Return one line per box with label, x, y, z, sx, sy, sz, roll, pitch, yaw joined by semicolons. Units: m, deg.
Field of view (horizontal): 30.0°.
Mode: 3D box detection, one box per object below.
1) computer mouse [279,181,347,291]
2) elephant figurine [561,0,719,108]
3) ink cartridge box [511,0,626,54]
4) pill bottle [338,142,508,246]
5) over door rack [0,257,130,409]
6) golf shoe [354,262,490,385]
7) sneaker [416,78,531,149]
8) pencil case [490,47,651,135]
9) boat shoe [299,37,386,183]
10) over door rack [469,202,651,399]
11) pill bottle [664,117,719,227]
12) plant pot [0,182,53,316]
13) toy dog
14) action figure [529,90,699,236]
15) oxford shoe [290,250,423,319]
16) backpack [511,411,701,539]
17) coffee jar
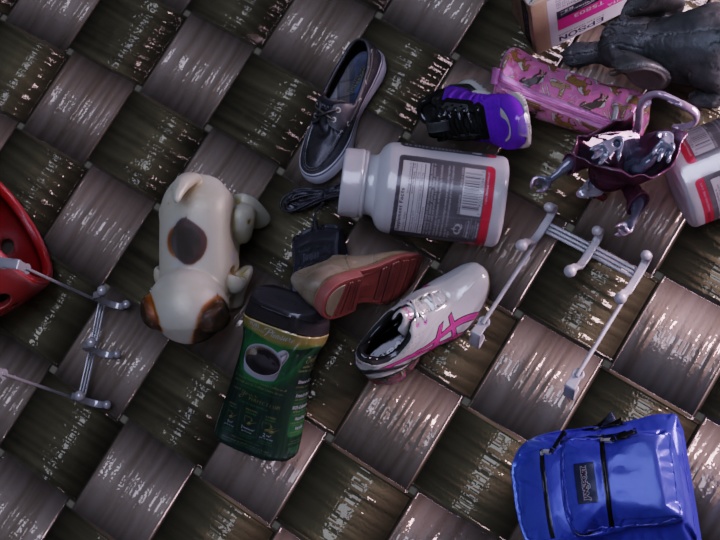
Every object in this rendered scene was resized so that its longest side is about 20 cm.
computer mouse;-0.025;-0.025;1.708;0.139;0.046;0.201;-16;60;13
elephant figurine;0.352;-0.271;1.628;0.198;0.156;0.142;9;41;3
ink cartridge box;0.286;-0.368;1.666;0.199;0.165;0.076;-27;73;5
pill bottle;0.075;-0.096;1.638;0.198;0.111;0.112;8;76;0
over door rack;-0.373;0.083;1.675;0.066;0.199;0.149;-2;72;38
golf shoe;0.078;0.061;1.634;0.200;0.092;0.073;-42;69;-2
sneaker;0.131;-0.182;1.642;0.099;0.200;0.070;-15;110;-19
pencil case;0.260;-0.210;1.669;0.199;0.087;0.083;24;71;20
boat shoe;-0.029;-0.211;1.740;0.070;0.066;0.201;24;79;29
over door rack;0.240;0.032;1.610;0.147;0.067;0.201;29;83;19
pill bottle;0.464;-0.138;1.590;0.199;0.111;0.111;-22;71;6
plant pot;-0.530;-0.017;1.739;0.182;0.200;0.201;-32;70;5
toy dog;-0.197;-0.006;1.669;0.138;0.194;0.202;7;69;2
action figure;0.294;-0.132;1.582;0.133;0.200;0.150;32;83;5
oxford shoe;0.000;0.000;1.629;0.075;0.199;0.071;34;118;31
backpack;0.267;0.242;1.502;0.198;0.168;0.164;-10;67;15
coffee jar;-0.104;0.122;1.630;0.104;0.085;0.202;19;101;21
